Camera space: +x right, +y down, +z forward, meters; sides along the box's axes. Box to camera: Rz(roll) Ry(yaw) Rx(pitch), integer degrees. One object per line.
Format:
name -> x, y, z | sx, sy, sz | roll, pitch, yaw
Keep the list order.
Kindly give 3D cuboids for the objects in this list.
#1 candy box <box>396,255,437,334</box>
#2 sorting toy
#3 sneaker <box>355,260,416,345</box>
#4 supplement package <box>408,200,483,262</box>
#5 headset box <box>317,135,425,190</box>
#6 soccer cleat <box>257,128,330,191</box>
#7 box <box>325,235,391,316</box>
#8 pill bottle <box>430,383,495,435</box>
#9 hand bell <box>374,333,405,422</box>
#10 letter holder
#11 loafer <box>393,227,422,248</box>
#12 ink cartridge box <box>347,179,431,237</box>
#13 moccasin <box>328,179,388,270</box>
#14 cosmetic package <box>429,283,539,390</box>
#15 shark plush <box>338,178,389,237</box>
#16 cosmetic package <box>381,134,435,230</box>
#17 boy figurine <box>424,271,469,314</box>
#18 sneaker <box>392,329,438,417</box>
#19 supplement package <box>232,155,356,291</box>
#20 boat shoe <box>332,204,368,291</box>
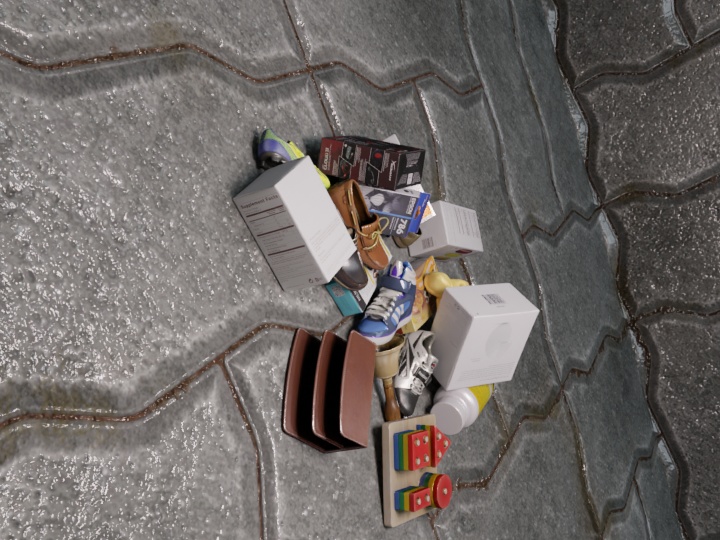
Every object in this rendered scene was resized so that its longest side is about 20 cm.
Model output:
candy box -> 0.127, 0.055, 1.786 | 0.200, 0.054, 0.117 | -36, 110, -57
sorting toy -> 0.126, 0.411, 1.606 | 0.197, 0.069, 0.205 | 5, 82, -56
sneaker -> 0.052, 0.054, 1.592 | 0.199, 0.079, 0.149 | -29, 127, -54
supplement package -> 0.208, -0.093, 1.916 | 0.199, 0.112, 0.112 | 6, 71, -55
headset box -> 0.015, -0.226, 1.585 | 0.148, 0.197, 0.077 | -22, 124, -61
soccer cleat -> -0.122, -0.208, 1.502 | 0.199, 0.064, 0.085 | 28, 53, -49
box -> 0.000, 0.000, 1.619 | 0.083, 0.048, 0.201 | 59, 36, -23
pill bottle -> 0.236, 0.298, 1.808 | 0.200, 0.110, 0.113 | -38, 109, -56
hand bell -> 0.058, 0.243, 1.599 | 0.104, 0.102, 0.204 | -33, 116, -56
letter holder -> -0.057, 0.208, 1.406 | 0.142, 0.099, 0.203 | 37, 49, -42
loafer -> 0.089, -0.152, 1.799 | 0.203, 0.066, 0.076 | 64, 34, -17
ink cartridge box -> 0.053, -0.128, 1.628 | 0.196, 0.101, 0.039 | 7, 27, -22
moccasin -> 0.009, -0.092, 1.557 | 0.074, 0.077, 0.204 | -47, 118, -52
cosmetic package -> 0.268, 0.148, 1.758 | 0.196, 0.123, 0.203 | -3, 122, -32
shark plush -> 0.023, -0.141, 1.700 | 0.199, 0.091, 0.084 | 31, 22, -41
cosmetic package -> 0.077, -0.187, 1.720 | 0.202, 0.100, 0.071 | 61, -4, -4
boy figurine -> 0.211, 0.074, 1.802 | 0.200, 0.064, 0.126 | 43, 74, -41
sneaker -> 0.124, 0.219, 1.693 | 0.074, 0.087, 0.203 | 40, 48, -43
supplement package -> -0.117, -0.083, 1.404 | 0.117, 0.116, 0.202 | -48, 118, -45
boat shoe -> -0.045, -0.054, 1.504 | 0.074, 0.073, 0.202 | -31, 85, -41
